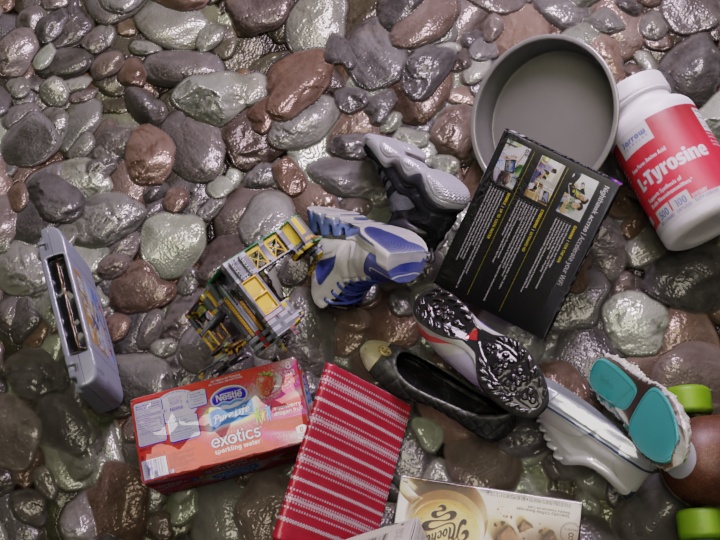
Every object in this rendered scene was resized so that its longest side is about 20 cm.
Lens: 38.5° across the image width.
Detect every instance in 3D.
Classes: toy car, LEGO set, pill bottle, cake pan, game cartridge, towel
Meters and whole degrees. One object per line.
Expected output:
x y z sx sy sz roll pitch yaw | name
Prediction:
0.400 0.184 1.063 0.156 0.200 0.166 -2 69 5 | toy car
-0.105 0.043 1.179 0.116 0.200 0.153 51 43 4 | LEGO set
0.369 -0.134 1.231 0.111 0.112 0.201 -23 69 -3 | pill bottle
0.227 -0.183 1.256 0.199 0.037 0.203 -3 86 37 | cake pan
-0.330 0.061 1.225 0.041 0.133 0.202 -20 70 -1 | game cartridge
-0.019 0.221 1.141 0.022 0.144 0.202 -2 64 46 | towel

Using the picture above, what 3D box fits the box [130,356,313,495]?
-0.151 0.180 1.182 0.198 0.096 0.101 -15 69 0 | box

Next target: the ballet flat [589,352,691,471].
0.314 0.149 1.107 0.071 0.072 0.200 -22 26 -2 | ballet flat

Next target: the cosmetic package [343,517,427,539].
0.046 0.366 1.047 0.103 0.073 0.202 -21 97 15 | cosmetic package

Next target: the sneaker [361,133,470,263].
0.048 -0.089 1.266 0.200 0.075 0.115 43 118 46 | sneaker

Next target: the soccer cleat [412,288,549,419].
0.138 0.100 1.171 0.068 0.073 0.200 -40 58 -14 | soccer cleat

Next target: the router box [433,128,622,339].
0.193 -0.042 1.203 0.148 0.051 0.202 28 103 13 | router box

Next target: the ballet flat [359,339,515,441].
0.090 0.128 1.187 0.199 0.057 0.067 27 45 11 | ballet flat

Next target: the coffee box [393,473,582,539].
0.135 0.296 1.115 0.198 0.080 0.114 8 71 10 | coffee box

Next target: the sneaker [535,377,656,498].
0.233 0.180 1.154 0.199 0.073 0.071 34 99 26 | sneaker

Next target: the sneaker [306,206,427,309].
0.000 0.000 1.218 0.199 0.080 0.116 26 113 52 | sneaker
